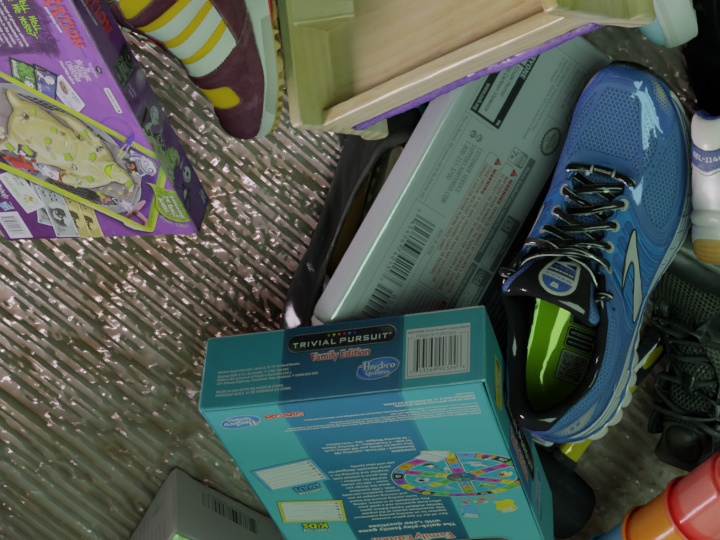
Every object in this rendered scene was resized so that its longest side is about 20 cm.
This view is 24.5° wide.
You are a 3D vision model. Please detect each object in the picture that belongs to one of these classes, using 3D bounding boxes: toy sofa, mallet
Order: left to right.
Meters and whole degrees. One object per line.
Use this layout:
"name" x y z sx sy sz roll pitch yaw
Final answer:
"toy sofa" 0.054 -0.130 0.806 0.097 0.199 0.084 1 77 -41
"mallet" 0.149 0.066 0.993 0.065 0.041 0.201 27 101 -21

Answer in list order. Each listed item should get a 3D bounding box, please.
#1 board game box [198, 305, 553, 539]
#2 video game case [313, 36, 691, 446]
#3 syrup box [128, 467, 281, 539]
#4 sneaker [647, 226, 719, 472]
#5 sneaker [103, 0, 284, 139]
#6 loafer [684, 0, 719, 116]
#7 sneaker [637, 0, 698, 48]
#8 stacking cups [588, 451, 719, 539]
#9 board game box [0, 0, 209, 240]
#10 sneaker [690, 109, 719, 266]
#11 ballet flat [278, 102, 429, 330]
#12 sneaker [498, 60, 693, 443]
"board game box" 0.016 0.100 0.907 0.149 0.047 0.201 -6 143 14
"video game case" 0.090 -0.024 0.906 0.181 0.023 0.202 30 90 -34
"syrup box" -0.128 0.230 0.985 0.078 0.082 0.201 29 104 -16
"sneaker" 0.197 0.051 0.942 0.115 0.076 0.199 -54 132 -6
"sneaker" -0.088 -0.137 0.823 0.089 0.076 0.201 -9 144 -5
"loafer" 0.209 -0.164 0.899 0.072 0.073 0.202 -25 123 -9
"sneaker" 0.099 -0.189 0.871 0.082 0.074 0.201 -34 104 13
"stacking cups" 0.160 0.167 0.975 0.060 0.061 0.200 23 132 -17
"board game box" -0.164 -0.090 0.818 0.119 0.033 0.201 2 141 23
"sneaker" 0.247 -0.069 0.876 0.199 0.075 0.089 -24 110 -41
"ballet flat" 0.000 0.000 0.920 0.067 0.068 0.202 5 111 -25
"sneaker" 0.119 -0.007 0.846 0.078 0.089 0.203 12 95 23
